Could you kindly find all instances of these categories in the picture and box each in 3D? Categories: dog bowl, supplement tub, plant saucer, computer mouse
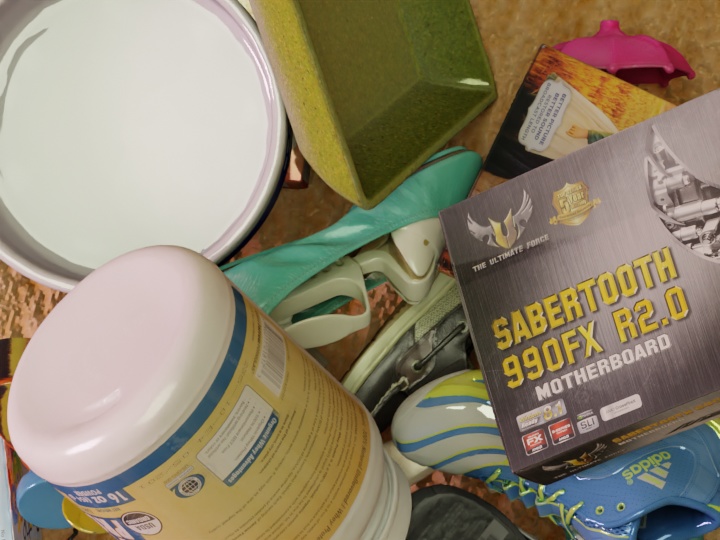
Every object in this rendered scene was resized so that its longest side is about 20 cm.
[{"bbox_3d":[-0.139,-0.084,1.548,0.199,0.079,0.201,0,90,3],"label":"dog bowl"},{"bbox_3d":[-0.078,0.096,1.448,0.145,0.145,0.200,-45,125,0],"label":"supplement tub"},{"bbox_3d":[-0.006,-0.156,1.538,0.048,0.200,0.200,-10,108,30],"label":"plant saucer"},{"bbox_3d":[0.080,0.217,1.520,0.200,0.046,0.141,33,95,-6],"label":"computer mouse"}]

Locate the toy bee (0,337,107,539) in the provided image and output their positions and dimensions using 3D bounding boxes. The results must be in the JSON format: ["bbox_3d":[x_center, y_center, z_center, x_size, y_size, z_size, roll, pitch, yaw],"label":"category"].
[{"bbox_3d":[-0.147,0.103,1.549,0.108,0.200,0.131,-13,67,4],"label":"toy bee"}]

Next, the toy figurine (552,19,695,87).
[{"bbox_3d":[0.159,-0.050,1.572,0.200,0.150,0.184,-40,75,4],"label":"toy figurine"}]

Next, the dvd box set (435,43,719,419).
[{"bbox_3d":[0.154,-0.023,1.489,0.200,0.029,0.147,29,96,30],"label":"dvd box set"}]

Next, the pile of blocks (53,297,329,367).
[{"bbox_3d":[-0.100,0.064,1.597,0.199,0.062,0.082,15,116,20],"label":"pile of blocks"}]

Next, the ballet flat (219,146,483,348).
[{"bbox_3d":[0.000,0.000,1.546,0.200,0.067,0.070,-28,63,-17],"label":"ballet flat"}]

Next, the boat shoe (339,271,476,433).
[{"bbox_3d":[0.044,0.048,1.592,0.065,0.073,0.200,37,89,9],"label":"boat shoe"}]

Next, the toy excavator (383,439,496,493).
[{"bbox_3d":[-0.006,0.170,1.567,0.194,0.100,0.201,2,92,3],"label":"toy excavator"}]

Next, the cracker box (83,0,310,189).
[{"bbox_3d":[-0.089,-0.155,1.615,0.133,0.058,0.201,5,87,3],"label":"cracker box"}]

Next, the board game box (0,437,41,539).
[{"bbox_3d":[-0.297,0.151,1.588,0.199,0.105,0.103,-6,87,2],"label":"board game box"}]

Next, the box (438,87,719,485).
[{"bbox_3d":[0.155,0.006,1.430,0.199,0.048,0.159,-23,68,20],"label":"box"}]

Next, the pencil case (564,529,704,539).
[{"bbox_3d":[0.162,0.194,1.573,0.092,0.085,0.201,-8,86,-17],"label":"pencil case"}]

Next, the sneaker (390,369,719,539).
[{"bbox_3d":[0.114,0.110,1.482,0.199,0.076,0.105,-2,46,6],"label":"sneaker"}]
